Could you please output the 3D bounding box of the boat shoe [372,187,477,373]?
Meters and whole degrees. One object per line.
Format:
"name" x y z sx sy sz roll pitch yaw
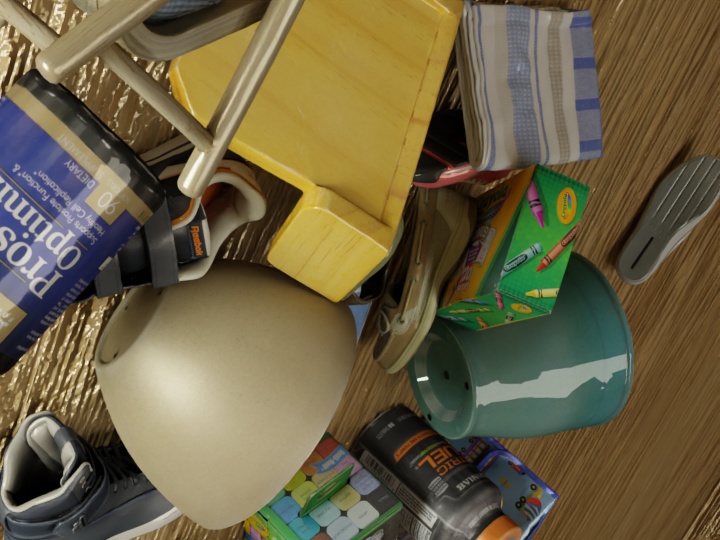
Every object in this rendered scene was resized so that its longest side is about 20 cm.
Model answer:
"boat shoe" 0.049 0.009 1.131 0.074 0.062 0.202 -88 -160 -59

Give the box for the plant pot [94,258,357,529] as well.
"plant pot" -0.117 0.069 0.861 0.134 0.200 0.201 38 90 -24

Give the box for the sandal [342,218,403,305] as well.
"sandal" 0.000 0.001 0.958 0.081 0.057 0.201 -71 -166 -14

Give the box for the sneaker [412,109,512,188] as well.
"sneaker" 0.111 -0.106 1.075 0.199 0.074 0.088 -28 144 -36

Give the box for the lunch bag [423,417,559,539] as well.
"lunch bag" 0.131 0.278 1.385 0.151 0.199 0.094 -48 151 -7

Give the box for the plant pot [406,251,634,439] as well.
"plant pot" 0.159 0.093 1.250 0.186 0.201 0.202 -12 134 -28

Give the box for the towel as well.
"towel" 0.156 -0.167 1.037 0.199 0.024 0.149 -9 94 -45

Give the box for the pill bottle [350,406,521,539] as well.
"pill bottle" 0.086 0.252 1.294 0.106 0.199 0.107 -34 147 -27

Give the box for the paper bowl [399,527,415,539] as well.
"paper bowl" 0.035 0.413 1.492 0.200 0.104 0.202 -34 146 -27

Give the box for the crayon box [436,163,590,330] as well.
"crayon box" 0.134 -0.016 1.081 0.200 0.058 0.120 150 -40 -74

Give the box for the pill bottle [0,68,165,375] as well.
"pill bottle" -0.218 -0.010 0.679 0.200 0.112 0.112 -49 150 -7

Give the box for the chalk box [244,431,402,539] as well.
"chalk box" -0.041 0.270 1.217 0.124 0.124 0.202 -31 143 -31

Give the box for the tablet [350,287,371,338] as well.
"tablet" -0.069 0.081 1.083 0.199 0.014 0.131 -16 135 -45

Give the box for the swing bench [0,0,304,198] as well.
"swing bench" -0.105 -0.185 0.562 0.201 0.198 0.130 -51 150 -2

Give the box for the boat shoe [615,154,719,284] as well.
"boat shoe" 0.409 -0.070 1.548 0.200 0.073 0.067 -50 169 9

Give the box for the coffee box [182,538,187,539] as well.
"coffee box" -0.150 0.429 1.155 0.200 0.199 0.198 -46 151 -11

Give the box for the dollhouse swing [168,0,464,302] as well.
"dollhouse swing" -0.044 -0.118 0.807 0.182 0.174 0.202 136 -27 -66

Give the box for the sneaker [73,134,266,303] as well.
"sneaker" -0.153 -0.027 0.788 0.199 0.079 0.079 -34 147 -26

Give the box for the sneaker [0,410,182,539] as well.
"sneaker" -0.196 0.153 0.919 0.201 0.077 0.147 -32 148 -29
